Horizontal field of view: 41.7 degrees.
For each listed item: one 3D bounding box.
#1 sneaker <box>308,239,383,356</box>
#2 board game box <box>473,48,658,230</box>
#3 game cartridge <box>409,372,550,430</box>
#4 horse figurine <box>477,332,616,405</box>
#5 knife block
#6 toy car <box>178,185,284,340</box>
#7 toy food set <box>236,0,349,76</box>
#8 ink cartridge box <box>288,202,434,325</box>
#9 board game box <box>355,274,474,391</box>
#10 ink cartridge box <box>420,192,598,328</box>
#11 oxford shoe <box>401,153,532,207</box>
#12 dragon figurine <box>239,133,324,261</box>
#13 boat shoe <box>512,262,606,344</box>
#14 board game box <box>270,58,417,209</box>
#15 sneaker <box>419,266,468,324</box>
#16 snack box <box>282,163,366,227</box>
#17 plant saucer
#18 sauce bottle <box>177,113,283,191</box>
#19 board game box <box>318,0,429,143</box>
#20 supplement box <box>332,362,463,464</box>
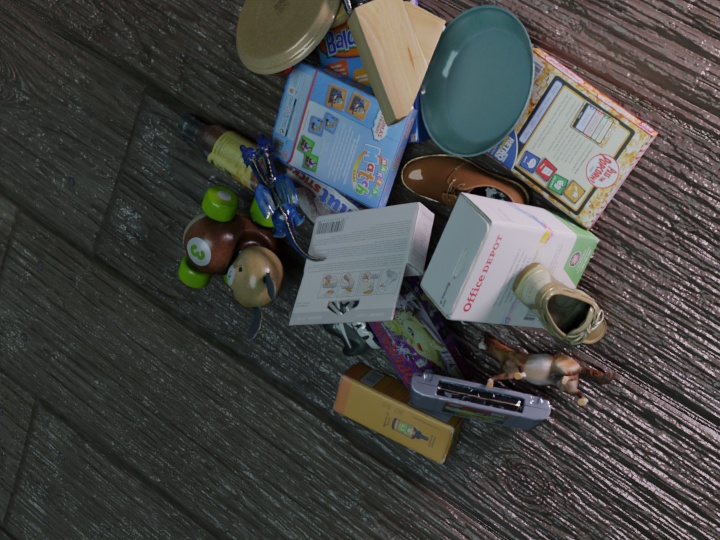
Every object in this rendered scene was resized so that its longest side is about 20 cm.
[{"bbox_3d":[-0.040,0.048,1.471,0.090,0.066,0.202,-31,90,26],"label":"sneaker"},{"bbox_3d":[0.273,-0.178,1.275,0.199,0.046,0.153,39,116,13],"label":"board game box"},{"bbox_3d":[0.167,0.190,1.360,0.195,0.133,0.042,11,79,6],"label":"game cartridge"},{"bbox_3d":[0.256,0.142,1.332,0.195,0.133,0.051,7,103,10],"label":"horse figurine"},{"bbox_3d":[0.016,-0.320,1.267,0.173,0.064,0.204,23,86,-8],"label":"knife block"},{"bbox_3d":[-0.178,0.003,1.437,0.166,0.155,0.202,-63,37,33],"label":"toy car"},{"bbox_3d":[-0.100,-0.369,1.358,0.197,0.048,0.202,38,94,41],"label":"toy food set"},{"bbox_3d":[0.000,0.000,1.342,0.197,0.044,0.180,-5,63,41],"label":"ink cartridge box"},{"bbox_3d":[0.074,0.090,1.396,0.119,0.032,0.202,-9,120,46],"label":"board game box"},{"bbox_3d":[0.198,-0.009,1.263,0.088,0.197,0.148,48,124,46],"label":"ink cartridge box"},{"bbox_3d":[0.141,-0.120,1.341,0.196,0.071,0.073,15,110,24],"label":"oxford shoe"},{"bbox_3d":[-0.120,-0.100,1.372,0.058,0.100,0.203,-24,67,-4],"label":"dragon figurine"},{"bbox_3d":[0.276,0.057,1.255,0.073,0.200,0.063,-48,43,5],"label":"boat shoe"},{"bbox_3d":[-0.030,-0.199,1.373,0.197,0.036,0.154,28,115,17],"label":"board game box"},{"bbox_3d":[0.079,0.041,1.410,0.196,0.067,0.092,0,98,23],"label":"sneaker"},{"bbox_3d":[-0.050,-0.096,1.464,0.199,0.024,0.073,39,115,13],"label":"snack box"},{"bbox_3d":[0.163,-0.253,1.283,0.198,0.035,0.205,-6,82,47],"label":"plant saucer"},{"bbox_3d":[-0.208,-0.189,1.491,0.198,0.065,0.067,34,115,29],"label":"sauce bottle"},{"bbox_3d":[0.016,-0.285,1.374,0.149,0.045,0.205,-1,101,27],"label":"board game box"},{"bbox_3d":[0.059,0.219,1.466,0.197,0.069,0.068,25,113,20],"label":"supplement box"}]
